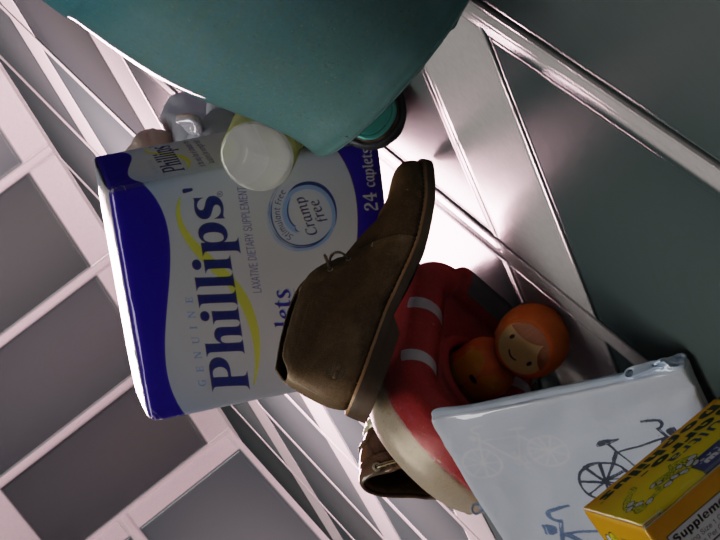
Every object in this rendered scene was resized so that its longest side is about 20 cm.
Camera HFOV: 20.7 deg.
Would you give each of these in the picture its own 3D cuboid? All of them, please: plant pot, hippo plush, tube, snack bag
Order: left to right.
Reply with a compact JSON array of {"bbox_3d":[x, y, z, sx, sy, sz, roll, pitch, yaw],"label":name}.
[{"bbox_3d":[-0.119,-0.094,1.583,0.159,0.201,0.161,28,157,9],"label":"hippo plush"},{"bbox_3d":[-0.046,-0.168,1.019,0.188,0.200,0.200,39,172,-12],"label":"plant pot"},{"bbox_3d":[-0.056,-0.120,1.393,0.200,0.052,0.058,-73,-8,-64],"label":"tube"},{"bbox_3d":[0.159,0.140,1.256,0.188,0.021,0.200,-15,123,30],"label":"snack bag"}]

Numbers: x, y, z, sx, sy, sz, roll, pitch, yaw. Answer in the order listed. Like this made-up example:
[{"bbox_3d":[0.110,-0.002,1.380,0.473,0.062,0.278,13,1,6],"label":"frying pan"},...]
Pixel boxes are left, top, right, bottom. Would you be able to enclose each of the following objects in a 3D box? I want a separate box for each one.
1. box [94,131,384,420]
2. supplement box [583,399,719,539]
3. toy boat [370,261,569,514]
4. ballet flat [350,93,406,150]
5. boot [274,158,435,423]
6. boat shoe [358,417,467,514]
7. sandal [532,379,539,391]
[{"bbox_3d":[-0.082,-0.005,1.456,0.105,0.199,0.185,-128,28,-68],"label":"box"},{"bbox_3d":[0.238,0.186,1.124,0.200,0.109,0.109,54,169,-6],"label":"supplement box"},{"bbox_3d":[0.089,0.068,1.367,0.130,0.130,0.201,39,-145,-25],"label":"toy boat"},{"bbox_3d":[-0.045,-0.158,1.339,0.200,0.073,0.073,45,169,4],"label":"ballet flat"},{"bbox_3d":[0.000,0.000,1.335,0.075,0.201,0.074,20,151,-1],"label":"boot"},{"bbox_3d":[0.093,0.150,1.459,0.201,0.075,0.075,1,140,24],"label":"boat shoe"},{"bbox_3d":[0.114,0.107,1.519,0.207,0.079,0.059,46,170,-11],"label":"sandal"}]
